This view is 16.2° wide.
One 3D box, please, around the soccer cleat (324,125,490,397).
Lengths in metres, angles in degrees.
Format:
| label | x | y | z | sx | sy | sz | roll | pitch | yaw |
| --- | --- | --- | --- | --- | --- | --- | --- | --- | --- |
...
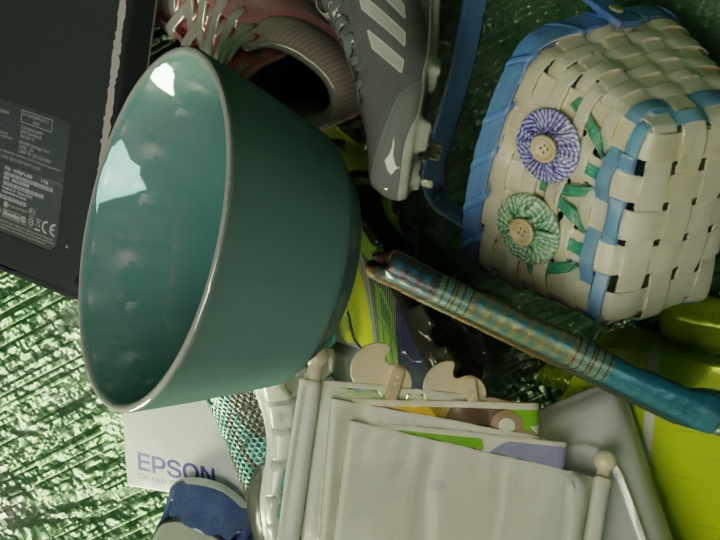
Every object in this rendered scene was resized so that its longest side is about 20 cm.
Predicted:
| label | x | y | z | sx | sy | sz | roll | pitch | yaw |
| --- | --- | --- | --- | --- | --- | --- | --- | --- | --- |
| soccer cleat | 0.000 | 0.000 | 1.492 | 0.084 | 0.065 | 0.201 | -42 | 71 | 38 |

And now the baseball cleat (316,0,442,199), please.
| label | x | y | z | sx | sy | sz | roll | pitch | yaw |
| --- | --- | --- | --- | --- | --- | --- | --- | --- | --- |
| baseball cleat | -0.001 | -0.137 | 1.394 | 0.106 | 0.201 | 0.070 | 6 | 160 | 1 |

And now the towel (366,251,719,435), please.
| label | x | y | z | sx | sy | sz | roll | pitch | yaw |
| --- | --- | --- | --- | --- | --- | --- | --- | --- | --- |
| towel | 0.100 | 0.036 | 1.371 | 0.199 | 0.147 | 0.022 | 26 | 88 | -4 |

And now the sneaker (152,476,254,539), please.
| label | x | y | z | sx | sy | sz | roll | pitch | yaw |
| --- | --- | --- | --- | --- | --- | --- | --- | --- | --- |
| sneaker | -0.126 | 0.236 | 1.631 | 0.080 | 0.115 | 0.200 | 20 | 135 | 15 |

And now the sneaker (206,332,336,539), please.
| label | x | y | z | sx | sy | sz | roll | pitch | yaw |
| --- | --- | --- | --- | --- | --- | --- | --- | --- | --- |
| sneaker | -0.059 | 0.082 | 1.538 | 0.091 | 0.077 | 0.201 | 23 | 126 | 40 |

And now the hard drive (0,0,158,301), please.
| label | x | y | z | sx | sy | sz | roll | pitch | yaw |
| --- | --- | --- | --- | --- | --- | --- | --- | --- | --- |
| hard drive | -0.191 | -0.096 | 1.514 | 0.139 | 0.033 | 0.201 | 20 | 109 | 34 |

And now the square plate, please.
| label | x | y | z | sx | sy | sz | roll | pitch | yaw |
| --- | --- | --- | --- | --- | --- | --- | --- | --- | --- |
| square plate | 0.096 | 0.189 | 1.438 | 0.197 | 0.028 | 0.201 | -20 | 91 | -13 |

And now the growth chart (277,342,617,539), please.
| label | x | y | z | sx | sy | sz | roll | pitch | yaw |
| --- | --- | --- | --- | --- | --- | --- | --- | --- | --- |
| growth chart | 0.049 | 0.126 | 1.408 | 0.199 | 0.018 | 0.146 | 18 | 80 | -8 |

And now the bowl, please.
| label | x | y | z | sx | sy | sz | roll | pitch | yaw |
| --- | --- | --- | --- | --- | --- | --- | --- | --- | --- |
| bowl | -0.070 | -0.014 | 1.386 | 0.104 | 0.201 | 0.201 | 11 | 125 | -25 |

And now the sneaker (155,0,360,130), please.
| label | x | y | z | sx | sy | sz | roll | pitch | yaw |
| --- | --- | --- | --- | --- | --- | --- | --- | --- | --- |
| sneaker | -0.076 | -0.143 | 1.464 | 0.199 | 0.105 | 0.076 | 28 | 123 | 12 |

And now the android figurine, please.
| label | x | y | z | sx | sy | sz | roll | pitch | yaw |
| --- | --- | --- | --- | --- | --- | --- | --- | --- | --- |
| android figurine | 0.198 | 0.100 | 1.487 | 0.199 | 0.041 | 0.183 | 9 | 116 | 18 |

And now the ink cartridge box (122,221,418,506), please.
| label | x | y | z | sx | sy | sz | roll | pitch | yaw |
| --- | --- | --- | --- | --- | --- | --- | --- | --- | --- |
| ink cartridge box | -0.058 | 0.057 | 1.582 | 0.198 | 0.041 | 0.201 | 8 | 115 | 21 |

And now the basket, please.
| label | x | y | z | sx | sy | sz | roll | pitch | yaw |
| --- | --- | --- | --- | --- | --- | --- | --- | --- | --- |
| basket | 0.114 | -0.077 | 1.400 | 0.200 | 0.138 | 0.177 | 41 | 129 | 44 |
